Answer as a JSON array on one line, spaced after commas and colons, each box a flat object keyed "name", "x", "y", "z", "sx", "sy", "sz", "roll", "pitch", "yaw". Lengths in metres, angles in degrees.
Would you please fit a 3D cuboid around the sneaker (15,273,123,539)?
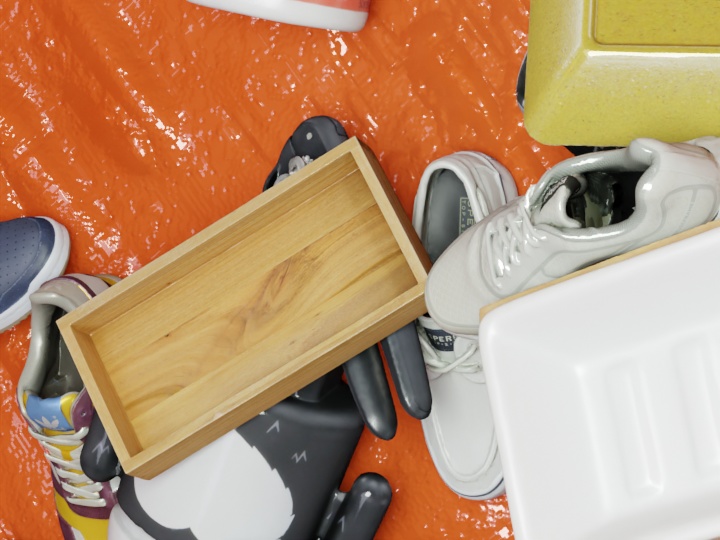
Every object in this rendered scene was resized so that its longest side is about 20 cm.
[{"name": "sneaker", "x": -0.172, "y": 0.103, "z": 1.516, "sx": 0.075, "sy": 0.090, "sz": 0.201, "roll": -8, "pitch": 89, "yaw": 25}]

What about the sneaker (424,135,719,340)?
[{"name": "sneaker", "x": 0.099, "y": -0.021, "z": 1.246, "sx": 0.200, "sy": 0.081, "sz": 0.075, "roll": -27, "pitch": 66, "yaw": 38}]

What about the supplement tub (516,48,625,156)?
[{"name": "supplement tub", "x": 0.192, "y": -0.078, "z": 1.318, "sx": 0.200, "sy": 0.122, "sz": 0.123, "roll": 39, "pitch": 108, "yaw": 18}]

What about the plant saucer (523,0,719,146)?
[{"name": "plant saucer", "x": 0.185, "y": -0.163, "z": 1.259, "sx": 0.199, "sy": 0.048, "sz": 0.201, "roll": 1, "pitch": 69, "yaw": 8}]

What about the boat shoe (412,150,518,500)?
[{"name": "boat shoe", "x": 0.059, "y": 0.033, "z": 1.417, "sx": 0.072, "sy": 0.066, "sz": 0.201, "roll": 4, "pitch": 94, "yaw": 25}]

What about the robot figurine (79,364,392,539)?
[{"name": "robot figurine", "x": -0.072, "y": 0.114, "z": 1.449, "sx": 0.150, "sy": 0.124, "sz": 0.201, "roll": 37, "pitch": 110, "yaw": 47}]

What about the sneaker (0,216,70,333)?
[{"name": "sneaker", "x": -0.285, "y": -0.003, "z": 1.546, "sx": 0.199, "sy": 0.108, "sz": 0.070, "roll": -19, "pitch": 53, "yaw": 26}]

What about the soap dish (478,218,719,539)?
[{"name": "soap dish", "x": 0.160, "y": 0.065, "z": 1.184, "sx": 0.199, "sy": 0.081, "sz": 0.158, "roll": -21, "pitch": 69, "yaw": 30}]

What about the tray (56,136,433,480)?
[{"name": "tray", "x": -0.060, "y": 0.022, "z": 1.370, "sx": 0.200, "sy": 0.037, "sz": 0.099, "roll": -31, "pitch": 70, "yaw": 10}]

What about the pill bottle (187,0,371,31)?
[{"name": "pill bottle", "x": -0.033, "y": -0.244, "z": 1.421, "sx": 0.112, "sy": 0.112, "sz": 0.201, "roll": 15, "pitch": 99, "yaw": 24}]

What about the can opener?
[{"name": "can opener", "x": 0.000, "y": 0.000, "z": 1.404, "sx": 0.063, "sy": 0.078, "sz": 0.201, "roll": -46, "pitch": 51, "yaw": 36}]
